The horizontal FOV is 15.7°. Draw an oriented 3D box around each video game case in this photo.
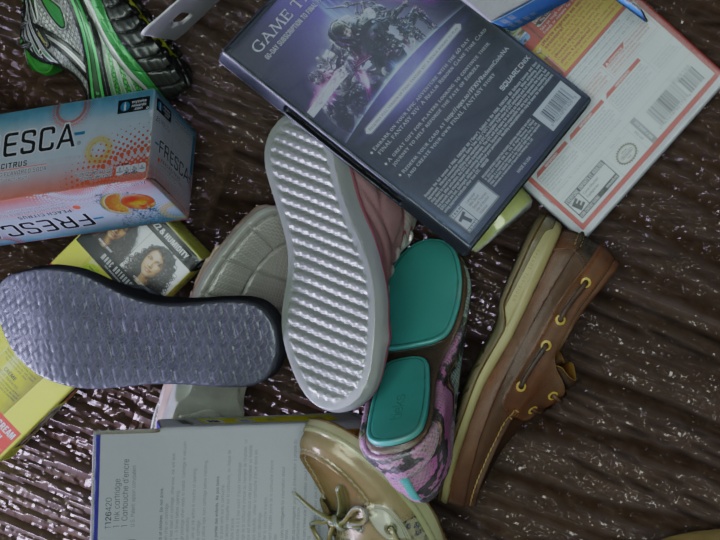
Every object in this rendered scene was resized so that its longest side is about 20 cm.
[{"bbox_3d":[0.119,-0.139,1.700,0.200,0.017,0.143,42,98,3],"label":"video game case"},{"bbox_3d":[0.030,-0.121,1.658,0.200,0.019,0.143,38,63,5],"label":"video game case"}]

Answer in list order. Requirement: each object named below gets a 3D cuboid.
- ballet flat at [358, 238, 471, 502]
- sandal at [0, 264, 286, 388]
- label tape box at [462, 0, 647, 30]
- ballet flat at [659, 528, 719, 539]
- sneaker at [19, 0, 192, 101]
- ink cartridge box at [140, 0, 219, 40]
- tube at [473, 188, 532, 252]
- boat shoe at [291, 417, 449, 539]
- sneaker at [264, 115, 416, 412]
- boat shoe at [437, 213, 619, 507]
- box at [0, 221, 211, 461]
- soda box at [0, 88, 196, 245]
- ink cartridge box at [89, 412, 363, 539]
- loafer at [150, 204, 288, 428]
[{"bbox_3d":[0.038,0.069,1.667,0.069,0.201,0.071,-8,130,15],"label":"ballet flat"},{"bbox_3d":[-0.141,0.041,1.678,0.199,0.043,0.077,9,102,16],"label":"sandal"},{"bbox_3d":[0.080,-0.195,1.620,0.200,0.144,0.063,39,97,5],"label":"label tape box"},{"bbox_3d":[0.188,0.209,1.689,0.199,0.063,0.069,-8,93,8],"label":"ballet flat"},{"bbox_3d":[-0.202,-0.178,1.711,0.085,0.078,0.200,-37,89,9],"label":"sneaker"},{"bbox_3d":[-0.078,-0.240,1.671,0.200,0.116,0.068,-43,87,7],"label":"ink cartridge box"},{"bbox_3d":[0.027,-0.101,1.682,0.200,0.058,0.052,49,120,3],"label":"tube"},{"bbox_3d":[0.018,0.180,1.674,0.063,0.073,0.200,-44,110,-19],"label":"boat shoe"},{"bbox_3d":[0.000,0.000,1.666,0.075,0.104,0.201,-22,65,28],"label":"sneaker"},{"bbox_3d":[0.106,0.067,1.686,0.067,0.072,0.201,22,99,2],"label":"boat shoe"},{"bbox_3d":[-0.194,0.034,1.737,0.200,0.050,0.075,-43,87,8],"label":"box"},{"bbox_3d":[-0.209,-0.062,1.695,0.199,0.064,0.069,-7,64,21],"label":"soda box"},{"bbox_3d":[-0.087,0.194,1.690,0.199,0.047,0.199,1,95,-23],"label":"ink cartridge box"},{"bbox_3d":[-0.096,0.047,1.720,0.072,0.063,0.201,19,94,-28],"label":"loafer"}]
